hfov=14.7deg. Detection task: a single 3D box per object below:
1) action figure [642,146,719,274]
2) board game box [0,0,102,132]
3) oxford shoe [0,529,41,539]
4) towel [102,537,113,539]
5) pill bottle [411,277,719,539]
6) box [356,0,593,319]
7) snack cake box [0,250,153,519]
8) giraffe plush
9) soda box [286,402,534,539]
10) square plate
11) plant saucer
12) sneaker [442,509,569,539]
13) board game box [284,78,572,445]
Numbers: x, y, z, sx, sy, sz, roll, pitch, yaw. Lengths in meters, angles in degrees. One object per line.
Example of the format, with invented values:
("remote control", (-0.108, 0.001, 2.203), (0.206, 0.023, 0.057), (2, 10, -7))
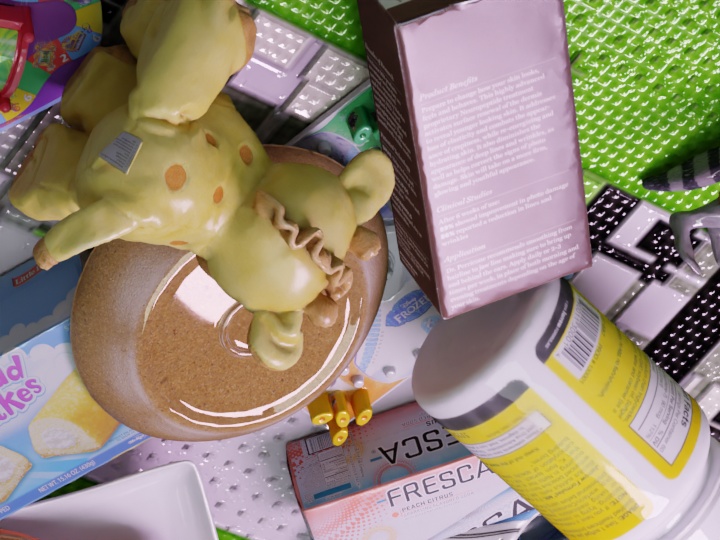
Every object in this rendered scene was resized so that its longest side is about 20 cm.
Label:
("action figure", (0.257, -0.079, 1.627), (0.193, 0.105, 0.200), (-41, 154, 14))
("board game box", (-0.233, -0.113, 1.493), (0.199, 0.039, 0.158), (-26, 132, 8))
("oxford shoe", (-0.201, 0.205, 1.687), (0.199, 0.073, 0.072), (-1, 119, -5))
("towel", (-0.205, 0.240, 1.813), (0.199, 0.037, 0.149), (-29, 131, 9))
("pill bottle", (0.136, 0.095, 1.664), (0.114, 0.114, 0.200), (-40, 111, 19))
("box", (0.064, -0.083, 1.561), (0.100, 0.075, 0.201), (-19, 128, -13))
("snack cake box", (-0.220, 0.080, 1.648), (0.199, 0.067, 0.115), (-28, 133, 9))
("giraffe plush", (-0.072, -0.044, 1.473), (0.162, 0.200, 0.173), (33, 106, -21))
("soda box", (0.057, 0.123, 1.768), (0.199, 0.064, 0.069), (-18, 133, 0))
("square plate", (-0.175, 0.218, 1.755), (0.199, 0.028, 0.199), (-14, 118, 2))
("plant saucer", (-0.067, 0.024, 1.599), (0.199, 0.035, 0.201), (-14, 126, -20))
("sneaker", (0.068, 0.177, 1.813), (0.199, 0.073, 0.072), (-17, 133, 0))
("board game box", (0.000, 0.000, 1.670), (0.200, 0.026, 0.200), (-37, 130, 17))
